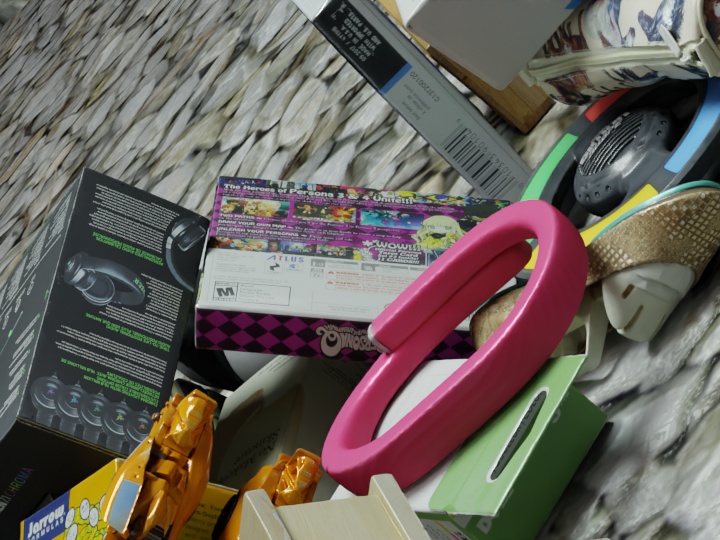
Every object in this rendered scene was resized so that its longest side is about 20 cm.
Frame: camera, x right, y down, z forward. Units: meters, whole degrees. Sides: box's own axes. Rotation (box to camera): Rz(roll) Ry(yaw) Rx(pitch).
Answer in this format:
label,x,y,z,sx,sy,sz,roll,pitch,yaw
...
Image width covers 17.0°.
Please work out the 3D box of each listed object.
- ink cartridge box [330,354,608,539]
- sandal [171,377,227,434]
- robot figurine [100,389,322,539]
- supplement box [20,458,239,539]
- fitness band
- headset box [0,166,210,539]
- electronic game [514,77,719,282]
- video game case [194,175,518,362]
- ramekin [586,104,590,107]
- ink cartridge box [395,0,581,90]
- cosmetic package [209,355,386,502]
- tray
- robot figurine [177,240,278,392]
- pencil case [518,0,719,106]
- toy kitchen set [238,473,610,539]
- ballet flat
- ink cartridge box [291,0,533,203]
label,x,y,z,sx,sy,sz,roll,pitch,yaw
ink cartridge box,0.070,0.105,1.335,0.104,0.059,0.200,-56,19,-18
sandal,-0.105,0.133,1.684,0.058,0.080,0.201,-59,15,17
robot figurine,-0.095,0.169,1.298,0.058,0.145,0.201,-48,17,50
supplement box,-0.123,0.226,1.367,0.109,0.109,0.201,-34,48,42
fitness band,0.050,0.043,1.348,0.200,0.037,0.144,-44,19,23
headset box,-0.182,0.072,1.497,0.174,0.092,0.201,-48,25,49
electronic game,0.163,-0.068,1.478,0.200,0.042,0.200,-42,19,18
video game case,0.000,0.000,1.527,0.182,0.199,0.036,-89,4,-61
ramekin,0.189,-0.211,1.619,0.202,0.094,0.203,-43,19,19
ink cartridge box,0.084,-0.229,1.504,0.146,0.084,0.200,-49,27,21
cosmetic package,-0.053,0.143,1.537,0.105,0.071,0.200,-39,21,33
tray,0.074,-0.165,1.795,0.037,0.099,0.200,-49,18,7
robot figurine,-0.073,0.025,1.713,0.151,0.125,0.200,-53,25,-16
pencil case,0.174,-0.143,1.437,0.089,0.078,0.200,-26,12,-28
toy kitchen set,0.042,0.223,1.163,0.200,0.162,0.181,-124,35,-52
ballet flat,0.139,0.019,1.363,0.200,0.070,0.066,-36,50,44
ink cartridge box,0.029,-0.140,1.700,0.043,0.198,0.200,-44,18,6
